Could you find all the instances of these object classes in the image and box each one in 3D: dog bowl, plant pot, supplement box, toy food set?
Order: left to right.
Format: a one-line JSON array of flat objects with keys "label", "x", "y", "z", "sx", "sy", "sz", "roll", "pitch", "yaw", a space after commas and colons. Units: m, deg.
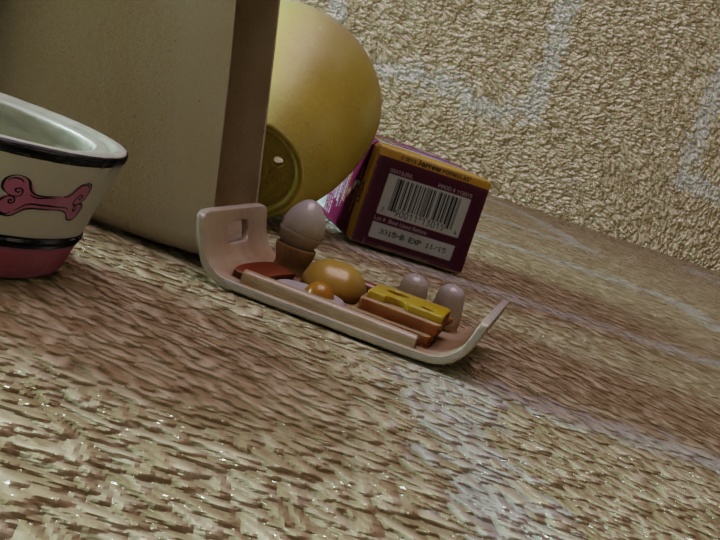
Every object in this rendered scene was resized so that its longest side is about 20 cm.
[{"label": "dog bowl", "x": -0.227, "y": -0.058, "z": 0.617, "sx": 0.198, "sy": 0.075, "sz": 0.200, "roll": 19, "pitch": 8, "yaw": -3}, {"label": "plant pot", "x": -0.167, "y": -0.133, "z": 0.875, "sx": 0.175, "sy": 0.203, "sz": 0.200, "roll": 8, "pitch": 8, "yaw": 3}, {"label": "plant pot", "x": -0.087, "y": -0.130, "z": 1.099, "sx": 0.198, "sy": 0.202, "sz": 0.143, "roll": 18, "pitch": 35, "yaw": -2}, {"label": "toy food set", "x": 0.000, "y": 0.000, "z": 0.796, "sx": 0.198, "sy": 0.061, "sz": 0.143, "roll": 20, "pitch": 8, "yaw": 9}, {"label": "supplement box", "x": 0.037, "y": -0.082, "z": 1.262, "sx": 0.129, "sy": 0.104, "sz": 0.200, "roll": 16, "pitch": 10, "yaw": -17}]
